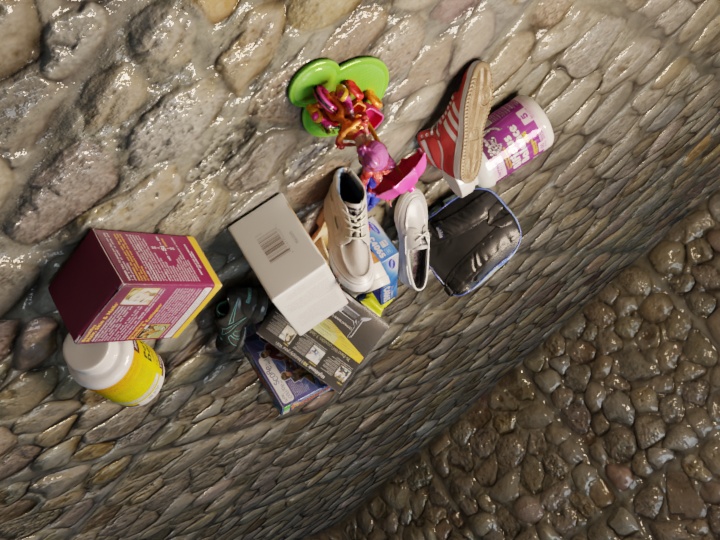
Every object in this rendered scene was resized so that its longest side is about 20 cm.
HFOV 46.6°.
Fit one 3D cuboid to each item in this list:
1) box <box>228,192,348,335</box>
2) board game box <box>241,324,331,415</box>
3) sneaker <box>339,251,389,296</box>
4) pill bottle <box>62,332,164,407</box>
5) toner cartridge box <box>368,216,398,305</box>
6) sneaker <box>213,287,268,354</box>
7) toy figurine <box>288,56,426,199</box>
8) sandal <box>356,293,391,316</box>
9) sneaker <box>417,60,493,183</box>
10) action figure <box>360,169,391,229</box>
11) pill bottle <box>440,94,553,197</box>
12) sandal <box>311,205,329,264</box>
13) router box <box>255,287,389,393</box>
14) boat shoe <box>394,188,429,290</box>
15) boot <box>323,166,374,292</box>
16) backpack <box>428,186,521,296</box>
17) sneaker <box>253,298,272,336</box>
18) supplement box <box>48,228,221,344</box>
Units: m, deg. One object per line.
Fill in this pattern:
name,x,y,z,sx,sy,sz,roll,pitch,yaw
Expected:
box,-0.115,-0.006,1.387,0.106,0.153,0.200,-33,159,-3
board game box,-0.144,0.164,1.620,0.134,0.201,0.035,-23,155,-24
sneaker,0.000,0.000,1.582,0.072,0.086,0.200,-23,-179,-20
pill bottle,-0.399,0.148,1.346,0.109,0.110,0.200,-33,158,-5
toner cartridge box,0.033,-0.016,1.657,0.043,0.095,0.201,-30,158,-12
sneaker,-0.237,0.086,1.533,0.078,0.076,0.200,12,141,-25
toy figurine,0.011,-0.187,1.165,0.150,0.185,0.199,-43,156,19
sandal,0.005,0.093,1.810,0.087,0.080,0.200,-40,-176,46
sneaker,0.157,-0.258,1.407,0.071,0.112,0.203,-12,119,-39
action figure,0.020,-0.133,1.470,0.065,0.052,0.201,-18,150,-28
pill bottle,0.243,-0.222,1.522,0.199,0.113,0.112,-35,158,-3
sandal,-0.053,-0.040,1.517,0.077,0.070,0.213,-22,155,-28
router box,-0.071,0.104,1.541,0.158,0.199,0.052,-52,-167,1
boat shoe,0.105,-0.056,1.606,0.071,0.068,0.203,-6,114,-27
boot,-0.018,-0.071,1.351,0.073,0.202,0.096,-7,146,-16
backpack,0.222,-0.072,1.714,0.199,0.184,0.147,-38,180,12
sneaker,-0.121,0.052,1.589,0.199,0.075,0.082,-39,177,-21
supplement box,-0.324,0.024,1.213,0.131,0.104,0.199,-44,157,23
